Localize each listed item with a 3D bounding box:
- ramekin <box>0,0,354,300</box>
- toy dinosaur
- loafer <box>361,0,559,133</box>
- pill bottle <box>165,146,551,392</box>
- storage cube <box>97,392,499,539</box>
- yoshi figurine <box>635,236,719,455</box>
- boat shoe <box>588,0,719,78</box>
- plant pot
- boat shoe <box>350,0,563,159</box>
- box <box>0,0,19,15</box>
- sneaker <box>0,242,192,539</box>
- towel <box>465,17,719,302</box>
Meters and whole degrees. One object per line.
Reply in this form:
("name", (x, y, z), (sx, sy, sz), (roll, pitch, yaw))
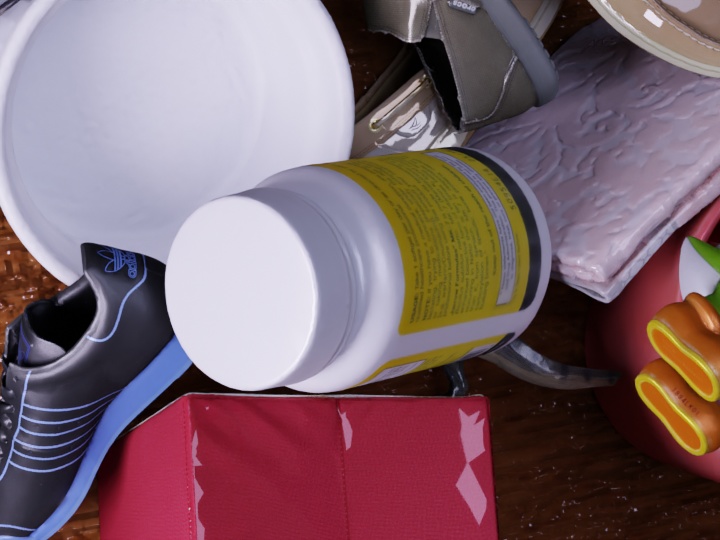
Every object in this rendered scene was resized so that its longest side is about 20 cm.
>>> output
("ramekin", (-0.112, -0.085, 1.450), (0.200, 0.098, 0.201), (-6, 105, -23))
("toy dinosaur", (0.040, 0.034, 1.534), (0.200, 0.047, 0.088), (37, 108, 2))
("loafer", (0.031, -0.155, 1.472), (0.070, 0.075, 0.200), (-39, 108, -6))
("pill bottle", (0.000, 0.000, 1.390), (0.200, 0.114, 0.115), (-10, 88, -54))
("storage cube", (-0.035, 0.167, 1.429), (0.170, 0.200, 0.181), (1, 77, -20))
("yoshi figurine", (0.243, 0.018, 1.414), (0.200, 0.112, 0.112), (-37, 114, -23))
("boat shoe", (0.145, -0.185, 1.468), (0.200, 0.066, 0.074), (42, 66, 5))
("plant pot", (0.227, 0.038, 1.550), (0.200, 0.177, 0.201), (3, 83, -21))
("boat shoe", (0.053, -0.132, 1.556), (0.069, 0.074, 0.200), (38, 73, -19))
("box", (-0.242, -0.185, 1.380), (0.049, 0.200, 0.162), (-34, 96, -19))
("sneaker", (-0.161, 0.065, 1.409), (0.078, 0.070, 0.200), (27, 115, -28))
("towel", (0.140, -0.069, 1.521), (0.191, 0.200, 0.032), (-43, 121, -17))
